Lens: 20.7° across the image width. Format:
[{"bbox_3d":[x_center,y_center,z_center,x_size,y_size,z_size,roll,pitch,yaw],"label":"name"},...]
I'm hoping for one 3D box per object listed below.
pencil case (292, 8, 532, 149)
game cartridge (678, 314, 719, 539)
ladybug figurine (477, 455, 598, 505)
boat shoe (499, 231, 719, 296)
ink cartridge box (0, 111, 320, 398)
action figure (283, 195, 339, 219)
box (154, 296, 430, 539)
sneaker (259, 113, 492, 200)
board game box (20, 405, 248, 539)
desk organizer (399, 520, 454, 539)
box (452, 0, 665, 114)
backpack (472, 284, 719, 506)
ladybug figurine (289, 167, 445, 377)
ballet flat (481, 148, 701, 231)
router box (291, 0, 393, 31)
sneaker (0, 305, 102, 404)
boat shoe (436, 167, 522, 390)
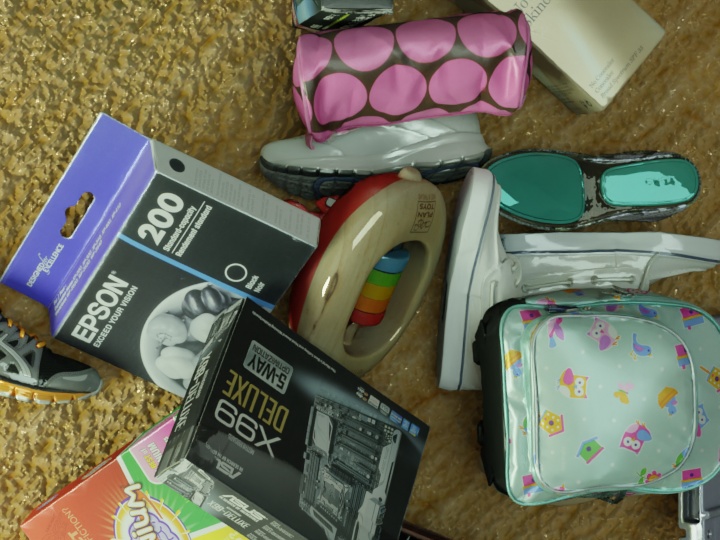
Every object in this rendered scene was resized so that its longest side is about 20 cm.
[{"bbox_3d":[0.043,-0.157,1.606,0.198,0.091,0.095,-8,101,-4],"label":"pencil case"},{"bbox_3d":[0.316,0.139,1.712,0.129,0.038,0.202,-3,93,-50],"label":"game cartridge"},{"bbox_3d":[0.188,0.127,1.699,0.198,0.072,0.137,-20,95,-12],"label":"ladybug figurine"},{"bbox_3d":[0.216,0.010,1.703,0.200,0.075,0.087,0,91,-9],"label":"boat shoe"},{"bbox_3d":[-0.164,-0.004,1.574,0.199,0.044,0.199,26,124,-16],"label":"ink cartridge box"},{"bbox_3d":[-0.107,-0.040,1.635,0.198,0.065,0.052,-5,95,-11],"label":"action figure"},{"bbox_3d":[-0.050,0.141,1.543,0.199,0.050,0.159,37,49,-21],"label":"box"},{"bbox_3d":[0.009,-0.111,1.667,0.198,0.075,0.088,-8,76,-15],"label":"sneaker"},{"bbox_3d":[-0.153,0.209,1.594,0.199,0.040,0.153,-36,96,20],"label":"board game box"},{"bbox_3d":[0.074,0.264,1.651,0.199,0.077,0.072,25,86,-26],"label":"desk organizer"},{"bbox_3d":[0.151,-0.233,1.681,0.200,0.078,0.095,40,84,-10],"label":"box"},{"bbox_3d":[0.205,0.100,1.589,0.198,0.153,0.178,-3,90,-14],"label":"backpack"},{"bbox_3d":[0.000,0.000,1.623,0.135,0.072,0.201,-1,123,-52],"label":"ladybug figurine"},{"bbox_3d":[0.191,-0.068,1.698,0.198,0.072,0.073,-1,91,-11],"label":"ballet flat"},{"bbox_3d":[-0.018,-0.301,1.606,0.062,0.150,0.202,-2,91,-11],"label":"router box"},{"bbox_3d":[-0.302,0.059,1.591,0.198,0.078,0.078,17,83,-11],"label":"sneaker"},{"bbox_3d":[0.105,0.008,1.659,0.065,0.074,0.202,5,118,-4],"label":"boat shoe"}]
